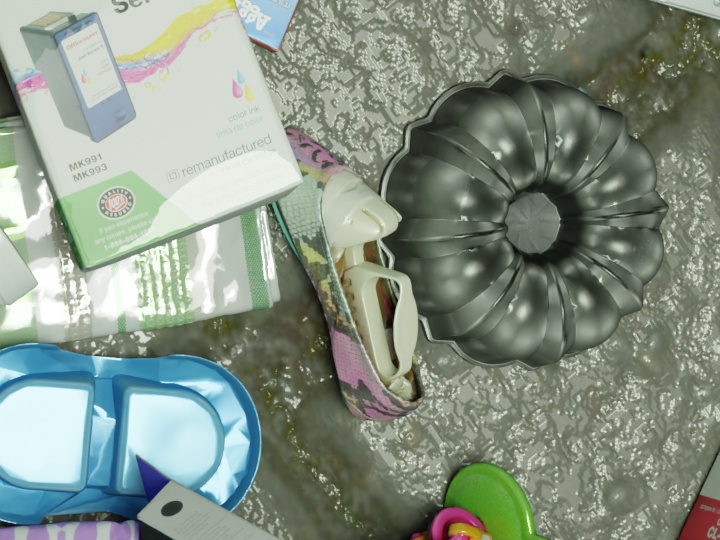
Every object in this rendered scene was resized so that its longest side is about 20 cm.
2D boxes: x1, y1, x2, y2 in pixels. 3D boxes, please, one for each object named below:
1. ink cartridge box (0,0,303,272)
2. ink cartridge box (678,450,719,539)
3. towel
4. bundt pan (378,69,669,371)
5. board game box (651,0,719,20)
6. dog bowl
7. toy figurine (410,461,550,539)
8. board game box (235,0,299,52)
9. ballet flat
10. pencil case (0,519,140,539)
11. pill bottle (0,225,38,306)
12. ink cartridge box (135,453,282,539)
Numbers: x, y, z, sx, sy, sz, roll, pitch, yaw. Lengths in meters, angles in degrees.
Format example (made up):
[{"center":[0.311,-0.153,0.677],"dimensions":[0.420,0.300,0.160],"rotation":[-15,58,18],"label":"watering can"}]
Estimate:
[{"center":[-0.137,-0.118,1.345],"dimensions":[0.144,0.087,0.202],"rotation":[-20,90,-7],"label":"ink cartridge box"},{"center":[0.327,0.139,1.515],"dimensions":[0.147,0.086,0.201],"rotation":[27,87,-15],"label":"ink cartridge box"},{"center":[-0.155,-0.034,1.402],"dimensions":[0.198,0.031,0.151],"rotation":[-10,94,-15],"label":"towel"},{"center":[0.114,-0.032,1.453],"dimensions":[0.200,0.076,0.204],"rotation":[-1,92,-15],"label":"bundt pan"},{"center":[0.258,-0.269,1.507],"dimensions":[0.198,0.026,0.202],"rotation":[13,89,-16],"label":"board game box"},{"center":[-0.164,0.103,1.396],"dimensions":[0.198,0.050,0.113],"rotation":[5,91,-16],"label":"dog bowl"},{"center":[0.039,0.229,1.382],"dimensions":[0.183,0.150,0.202],"rotation":[-7,73,-41],"label":"toy figurine"},{"center":[-0.122,-0.227,1.407],"dimensions":[0.199,0.019,0.104],"rotation":[25,85,-15],"label":"board game box"},{"center":[0.000,0.000,1.422],"dimensions":[0.069,0.071,0.202],"rotation":[-26,102,-47],"label":"ballet flat"},{"center":[-0.222,0.200,1.348],"dimensions":[0.198,0.086,0.085],"rotation":[-3,54,-2],"label":"pencil case"},{"center":[-0.297,0.027,1.314],"dimensions":[0.199,0.116,0.116],"rotation":[-37,101,-6],"label":"pill bottle"},{"center":[-0.071,0.230,1.320],"dimensions":[0.043,0.199,0.200],"rotation":[-29,123,-29],"label":"ink cartridge box"}]
